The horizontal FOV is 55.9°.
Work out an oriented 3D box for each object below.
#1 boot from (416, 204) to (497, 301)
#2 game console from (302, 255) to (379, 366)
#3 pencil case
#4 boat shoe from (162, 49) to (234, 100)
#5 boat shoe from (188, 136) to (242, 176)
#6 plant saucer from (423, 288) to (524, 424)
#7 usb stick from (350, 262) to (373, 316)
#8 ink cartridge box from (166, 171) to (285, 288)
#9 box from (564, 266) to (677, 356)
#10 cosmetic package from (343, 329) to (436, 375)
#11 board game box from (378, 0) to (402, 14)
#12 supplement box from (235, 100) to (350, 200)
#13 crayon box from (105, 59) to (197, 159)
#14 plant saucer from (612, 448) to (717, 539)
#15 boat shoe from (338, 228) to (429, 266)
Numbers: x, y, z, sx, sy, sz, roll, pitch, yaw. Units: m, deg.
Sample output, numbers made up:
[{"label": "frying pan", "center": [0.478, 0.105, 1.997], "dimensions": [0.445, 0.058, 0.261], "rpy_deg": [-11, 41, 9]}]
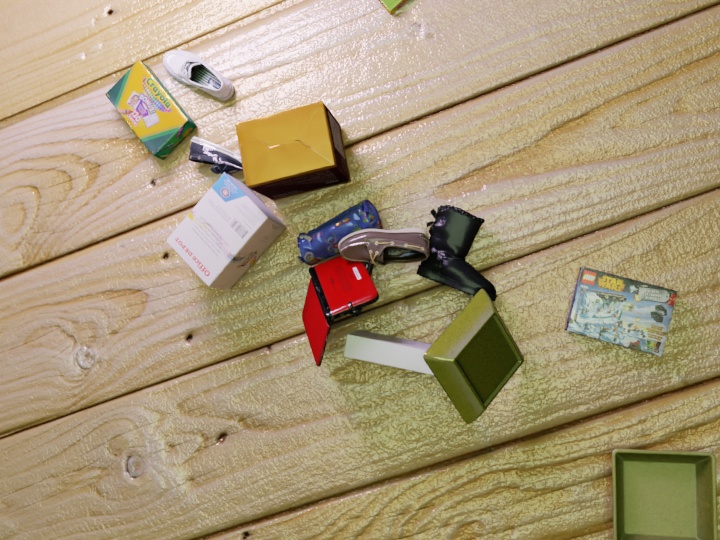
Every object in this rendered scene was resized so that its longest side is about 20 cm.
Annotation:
[{"label": "boot", "center": [0.223, -0.040, 1.460], "dimensions": [0.195, 0.073, 0.166], "rpy_deg": [21, 91, 15]}, {"label": "game console", "center": [-0.048, 0.076, 1.444], "dimensions": [0.169, 0.201, 0.121], "rpy_deg": [-21, 123, -4]}, {"label": "pencil case", "center": [-0.050, -0.082, 1.486], "dimensions": [0.197, 0.087, 0.079], "rpy_deg": [-25, 53, 18]}, {"label": "boat shoe", "center": [-0.386, -0.470, 1.592], "dimensions": [0.197, 0.067, 0.075], "rpy_deg": [26, 91, 10]}, {"label": "boat shoe", "center": [-0.314, -0.249, 1.565], "dimensions": [0.196, 0.074, 0.064], "rpy_deg": [23, 92, 17]}, {"label": "plant saucer", "center": [0.246, 0.179, 1.371], "dimensions": [0.200, 0.048, 0.202], "rpy_deg": [-44, 116, -21]}, {"label": "usb stick", "center": [0.000, 0.000, 1.515], "dimensions": [0.054, 0.033, 0.205], "rpy_deg": [15, 89, 21]}, {"label": "ink cartridge box", "center": [-0.297, -0.082, 1.513], "dimensions": [0.147, 0.145, 0.200], "rpy_deg": [44, 94, 10]}, {"label": "box", "center": [0.541, 0.084, 1.414], "dimensions": [0.195, 0.040, 0.140], "rpy_deg": [15, 90, 10]}, {"label": "cosmetic package", "center": [0.074, 0.171, 1.432], "dimensions": [0.195, 0.151, 0.053], "rpy_deg": [10, 88, 11]}, {"label": "board game box", "center": [0.042, -0.693, 1.554], "dimensions": [0.095, 0.030, 0.201], "rpy_deg": [-39, 84, 5]}, {"label": "supplement box", "center": [-0.140, -0.251, 1.469], "dimensions": [0.192, 0.200, 0.136], "rpy_deg": [-12, 85, 9]}, {"label": "crayon box", "center": [-0.496, -0.379, 1.609], "dimensions": [0.118, 0.058, 0.201], "rpy_deg": [-41, 81, 5]}, {"label": "plant saucer", "center": [0.606, 0.462, 1.367], "dimensions": [0.194, 0.048, 0.206], "rpy_deg": [0, 87, 10]}, {"label": "boat shoe", "center": [0.049, -0.044, 1.430], "dimensions": [0.195, 0.073, 0.060], "rpy_deg": [-4, 47, 4]}]
